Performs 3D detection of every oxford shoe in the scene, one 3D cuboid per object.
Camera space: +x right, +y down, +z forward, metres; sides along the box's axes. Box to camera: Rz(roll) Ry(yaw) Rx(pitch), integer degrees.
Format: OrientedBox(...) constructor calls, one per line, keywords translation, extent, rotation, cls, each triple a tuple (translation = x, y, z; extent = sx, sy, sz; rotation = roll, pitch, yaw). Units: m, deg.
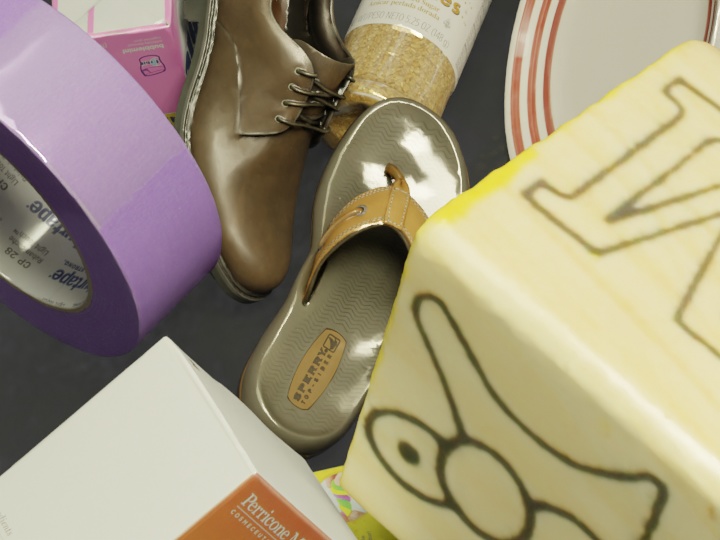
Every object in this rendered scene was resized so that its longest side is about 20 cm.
OrientedBox(translation=(-0.046, -0.083, 1.426), extent=(0.084, 0.073, 0.201), rotation=(-1, 86, 37), cls="oxford shoe")

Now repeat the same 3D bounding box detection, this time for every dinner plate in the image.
OrientedBox(translation=(0.133, -0.118, 1.412), extent=(0.024, 0.200, 0.200), rotation=(11, 45, -26), cls="dinner plate")

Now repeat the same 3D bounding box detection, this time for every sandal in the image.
OrientedBox(translation=(0.000, 0.000, 1.385), extent=(0.082, 0.055, 0.200), rotation=(31, 66, -4), cls="sandal")

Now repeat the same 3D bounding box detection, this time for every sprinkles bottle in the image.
OrientedBox(translation=(0.037, -0.147, 1.514), extent=(0.068, 0.068, 0.200), rotation=(10, 55, 19), cls="sprinkles bottle")

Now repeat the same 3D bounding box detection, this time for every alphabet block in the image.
OrientedBox(translation=(0.137, 0.056, 1.207), extent=(0.200, 0.196, 0.196), rotation=(42, 51, 20), cls="alphabet block")

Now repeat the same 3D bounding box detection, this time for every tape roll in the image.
OrientedBox(translation=(-0.164, -0.051, 1.391), extent=(0.200, 0.200, 0.066), rotation=(31, 63, 30), cls="tape roll")

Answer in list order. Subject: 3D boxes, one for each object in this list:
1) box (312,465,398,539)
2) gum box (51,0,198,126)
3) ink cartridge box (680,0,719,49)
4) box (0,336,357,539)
OrientedBox(translation=(0.017, 0.145, 1.298), extent=(0.199, 0.048, 0.118), rotation=(-11, 51, 0), cls="box")
OrientedBox(translation=(-0.122, -0.162, 1.527), extent=(0.066, 0.114, 0.200), rotation=(-7, 51, 6), cls="gum box")
OrientedBox(translation=(0.248, -0.160, 1.452), extent=(0.200, 0.084, 0.146), rotation=(-22, 35, -6), cls="ink cartridge box")
OrientedBox(translation=(-0.110, 0.148, 1.230), extent=(0.200, 0.124, 0.098), rotation=(-40, 47, 4), cls="box")
